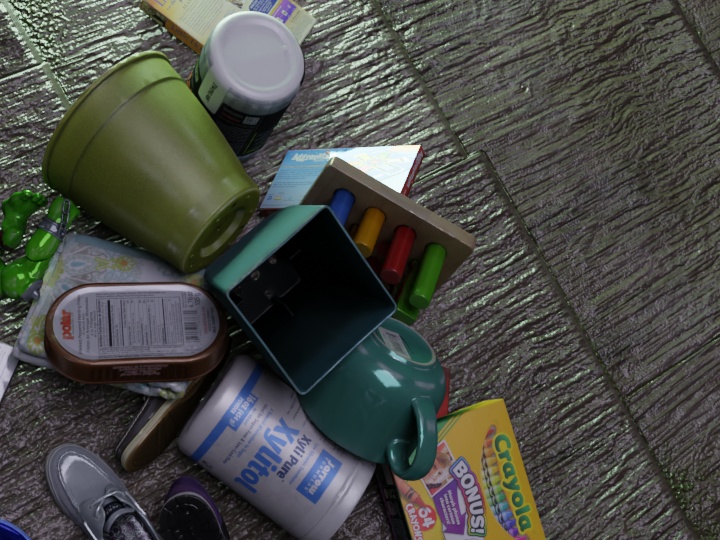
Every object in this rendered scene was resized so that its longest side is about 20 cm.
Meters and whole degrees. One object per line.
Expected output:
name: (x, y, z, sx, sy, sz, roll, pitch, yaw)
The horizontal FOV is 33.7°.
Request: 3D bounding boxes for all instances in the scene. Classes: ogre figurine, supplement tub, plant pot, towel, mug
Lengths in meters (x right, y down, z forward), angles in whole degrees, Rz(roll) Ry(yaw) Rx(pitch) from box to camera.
ogre figurine: (-0.413, -0.025, 1.310, 0.196, 0.098, 0.122, 6, 73, -16)
supplement tub: (-0.095, 0.203, 1.344, 0.199, 0.132, 0.133, 37, 61, -5)
plant pot: (-0.087, 0.017, 1.308, 0.141, 0.199, 0.142, -41, 112, -13)
towel: (-0.272, 0.051, 1.339, 0.196, 0.048, 0.173, 14, 51, -2)
plant pot: (-0.222, -0.106, 1.348, 0.193, 0.201, 0.200, 43, 60, 9)
supplement tub: (-0.150, -0.211, 1.438, 0.120, 0.200, 0.125, 8, 66, -20)
mug: (0.033, 0.131, 1.329, 0.184, 0.115, 0.152, 36, 21, 13)

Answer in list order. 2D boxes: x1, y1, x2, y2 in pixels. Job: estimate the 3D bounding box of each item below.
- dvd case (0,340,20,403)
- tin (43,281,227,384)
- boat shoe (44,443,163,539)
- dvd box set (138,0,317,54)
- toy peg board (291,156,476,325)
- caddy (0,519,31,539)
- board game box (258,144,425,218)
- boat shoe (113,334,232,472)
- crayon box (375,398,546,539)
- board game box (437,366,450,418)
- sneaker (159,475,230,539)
dvd case: (-0.482, 0.115, 1.271, 0.198, 0.025, 0.152, 25, 62, -14)
tin: (-0.240, 0.064, 1.283, 0.196, 0.042, 0.113, -1, 48, -15)
boat shoe: (-0.263, 0.265, 1.281, 0.070, 0.071, 0.202, -38, 88, -30)
dvd box set: (-0.172, -0.338, 1.573, 0.199, 0.029, 0.147, 36, 61, -8)
toy peg board: (0.000, 0.000, 1.412, 0.197, 0.200, 0.099, 29, 51, -9)
caddy: (-0.378, 0.348, 1.179, 0.139, 0.105, 0.203, -11, 75, -27)
board game box: (-0.024, -0.109, 1.471, 0.020, 0.197, 0.104, 57, 45, -43)
boat shoe: (-0.222, 0.141, 1.353, 0.064, 0.074, 0.201, 28, 52, 13)
crayon box: (0.120, 0.277, 1.428, 0.170, 0.058, 0.203, -16, 87, -23)
board game box: (0.017, 0.151, 1.468, 0.197, 0.019, 0.105, 14, 65, -18)
sneaker: (-0.158, 0.318, 1.306, 0.074, 0.088, 0.203, -18, 103, -2)
